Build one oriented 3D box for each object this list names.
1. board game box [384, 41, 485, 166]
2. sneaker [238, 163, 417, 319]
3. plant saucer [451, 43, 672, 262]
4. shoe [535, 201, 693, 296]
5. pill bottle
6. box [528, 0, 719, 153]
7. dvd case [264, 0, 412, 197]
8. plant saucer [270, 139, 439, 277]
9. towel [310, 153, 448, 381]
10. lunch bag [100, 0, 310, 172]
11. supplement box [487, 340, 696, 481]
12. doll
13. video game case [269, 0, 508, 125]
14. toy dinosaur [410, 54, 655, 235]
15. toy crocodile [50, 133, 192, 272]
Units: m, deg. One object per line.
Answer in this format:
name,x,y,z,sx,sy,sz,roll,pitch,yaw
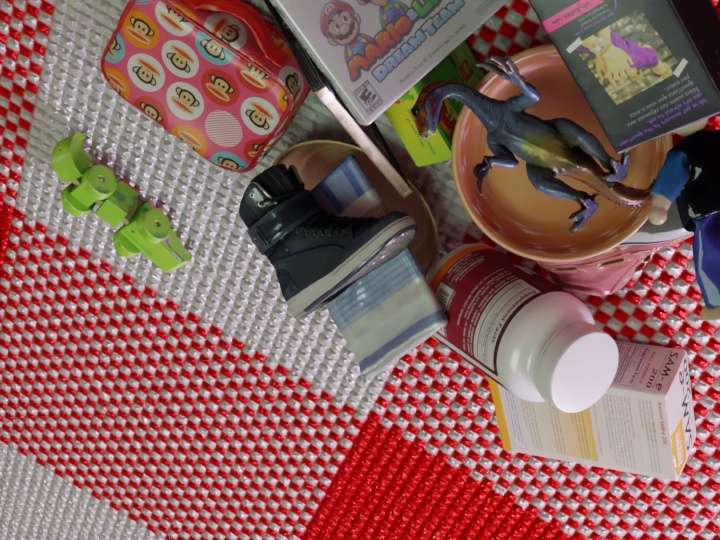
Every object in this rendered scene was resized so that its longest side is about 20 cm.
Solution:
board game box,0.042,-0.206,1.501,0.047,0.102,0.200,-10,124,42
sneaker,-0.040,-0.051,1.623,0.202,0.077,0.147,-33,83,47
plant saucer,0.181,-0.108,1.494,0.199,0.037,0.201,0,106,1
shoe,0.256,-0.033,1.565,0.199,0.072,0.091,-12,144,27
pill bottle,0.157,0.059,1.618,0.200,0.113,0.113,35,151,48
box,0.216,-0.220,1.349,0.106,0.122,0.200,-21,118,27
dvd case,-0.022,-0.167,1.512,0.016,0.149,0.200,-33,146,9
plant saucer,-0.003,-0.063,1.719,0.199,0.035,0.201,18,137,18
towel,0.000,0.000,1.673,0.147,0.024,0.201,-37,79,47
lunch bag,-0.149,-0.208,1.638,0.200,0.082,0.176,37,139,-3
supplement box,0.243,0.137,1.727,0.199,0.074,0.126,8,133,27
doll,0.308,-0.060,1.454,0.048,0.136,0.201,-4,101,65
video game case,0.023,-0.257,1.406,0.182,0.200,0.024,53,167,-21
toy dinosaur,0.137,-0.105,1.440,0.181,0.105,0.200,36,-177,30
toy crocodile,-0.272,-0.073,1.872,0.200,0.062,0.067,41,138,-16
